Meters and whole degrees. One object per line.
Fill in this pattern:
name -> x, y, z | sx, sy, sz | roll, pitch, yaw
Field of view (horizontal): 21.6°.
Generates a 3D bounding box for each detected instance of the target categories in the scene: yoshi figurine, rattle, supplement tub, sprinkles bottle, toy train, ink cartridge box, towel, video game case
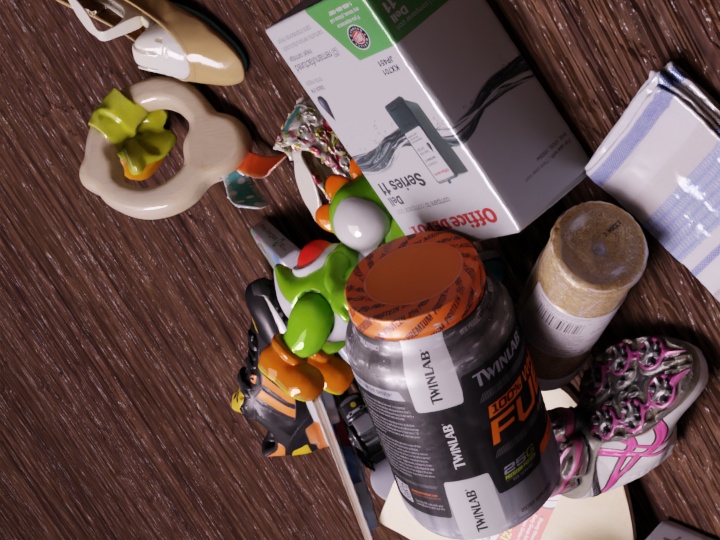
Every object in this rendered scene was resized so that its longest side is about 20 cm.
yoshi figurine -> 0.011, 0.008, 1.434 | 0.111, 0.201, 0.112 | 19, -165, -28
rattle -> -0.133, -0.084, 1.645 | 0.198, 0.131, 0.143 | 7, 150, 18
supplement tub -> 0.062, 0.080, 1.326 | 0.122, 0.122, 0.201 | 21, 143, 44
sprinkles bottle -> 0.146, 0.022, 1.322 | 0.068, 0.068, 0.200 | 44, 159, 11
toy train -> 0.004, 0.135, 1.598 | 0.046, 0.034, 0.200 | 57, 177, 14
ink cartridge box -> 0.046, -0.118, 1.296 | 0.201, 0.083, 0.146 | 54, 154, -12
towel -> 0.233, -0.029, 1.192 | 0.200, 0.024, 0.147 | 46, 155, 7
video game case -> -0.022, 0.053, 1.625 | 0.201, 0.022, 0.182 | 57, 176, -14

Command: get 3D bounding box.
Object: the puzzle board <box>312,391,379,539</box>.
puzzle board -> -0.018, 0.140, 1.646 | 0.200, 0.017, 0.152 | -106, -4, -72

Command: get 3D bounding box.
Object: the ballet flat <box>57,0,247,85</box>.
ballet flat -> -0.181, -0.199, 1.567 | 0.200, 0.063, 0.069 | 36, 151, 25

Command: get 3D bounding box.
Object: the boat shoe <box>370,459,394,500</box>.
boat shoe -> 0.100, 0.220, 1.696 | 0.199, 0.071, 0.070 | 21, 172, 35

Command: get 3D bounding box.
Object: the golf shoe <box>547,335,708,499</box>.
golf shoe -> 0.200, 0.106, 1.386 | 0.200, 0.091, 0.073 | -46, 46, 49

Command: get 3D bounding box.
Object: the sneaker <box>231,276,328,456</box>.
sneaker -> -0.085, 0.100, 1.761 | 0.070, 0.089, 0.201 | -104, -7, -54

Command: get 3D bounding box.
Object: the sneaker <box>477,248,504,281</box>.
sneaker -> 0.075, 0.065, 1.441 | 0.080, 0.077, 0.201 | 50, 142, 32

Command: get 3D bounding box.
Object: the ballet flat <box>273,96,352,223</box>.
ballet flat -> -0.005, -0.045, 1.495 | 0.201, 0.064, 0.075 | 56, 153, -14

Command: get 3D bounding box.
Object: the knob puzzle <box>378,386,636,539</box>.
knob puzzle -> 0.134, 0.174, 1.532 | 0.218, 0.030, 0.222 | 7, 110, 21

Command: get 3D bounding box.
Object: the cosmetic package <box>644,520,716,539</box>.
cosmetic package -> 0.270, 0.337, 1.457 | 0.167, 0.166, 0.201 | 18, 139, 47
